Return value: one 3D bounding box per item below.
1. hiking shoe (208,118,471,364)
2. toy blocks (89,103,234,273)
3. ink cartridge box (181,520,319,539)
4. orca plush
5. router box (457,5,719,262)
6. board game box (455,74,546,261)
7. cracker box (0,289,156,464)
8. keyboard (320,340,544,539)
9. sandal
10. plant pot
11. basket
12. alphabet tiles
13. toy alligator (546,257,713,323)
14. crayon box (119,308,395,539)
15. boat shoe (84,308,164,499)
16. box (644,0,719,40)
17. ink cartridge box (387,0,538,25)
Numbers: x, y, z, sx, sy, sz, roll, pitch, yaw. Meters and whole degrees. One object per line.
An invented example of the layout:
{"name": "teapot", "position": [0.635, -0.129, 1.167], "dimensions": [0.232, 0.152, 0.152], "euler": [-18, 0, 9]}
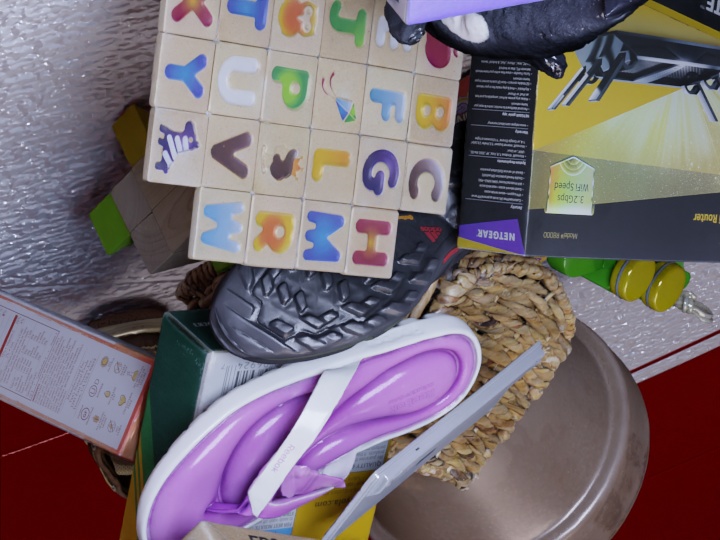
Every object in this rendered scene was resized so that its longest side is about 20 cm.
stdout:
{"name": "hiking shoe", "position": [0.000, 0.000, 1.503], "dimensions": [0.200, 0.076, 0.101], "euler": [-30, 171, -31]}
{"name": "toy blocks", "position": [-0.031, -0.067, 1.535], "dimensions": [0.136, 0.100, 0.200], "euler": [-16, 164, -40]}
{"name": "ink cartridge box", "position": [-0.047, 0.214, 1.502], "dimensions": [0.200, 0.075, 0.165], "euler": [16, 125, -47]}
{"name": "orca plush", "position": [0.085, -0.122, 1.348], "dimensions": [0.200, 0.105, 0.071], "euler": [2, 141, 47]}
{"name": "router box", "position": [0.141, -0.084, 1.509], "dimensions": [0.200, 0.158, 0.052], "euler": [1, -175, -42]}
{"name": "board game box", "position": [0.075, -0.050, 1.713], "dimensions": [0.153, 0.040, 0.200], "euler": [-29, 157, 30]}
{"name": "cracker box", "position": [-0.131, 0.069, 1.633], "dimensions": [0.134, 0.058, 0.200], "euler": [25, 177, -41]}
{"name": "keyboard", "position": [0.040, 0.088, 1.562], "dimensions": [0.056, 0.011, 0.200], "euler": [-47, 173, 33]}
{"name": "sandal", "position": [-0.020, 0.082, 1.475], "dimensions": [0.202, 0.050, 0.083], "euler": [-31, 133, -19]}
{"name": "plant pot", "position": [0.062, 0.086, 1.871], "dimensions": [0.200, 0.201, 0.175], "euler": [-22, 147, 13]}
{"name": "basket", "position": [0.016, 0.016, 1.691], "dimensions": [0.143, 0.149, 0.200], "euler": [-54, 153, 4]}
{"name": "alphabet tiles", "position": [-0.022, -0.083, 1.395], "dimensions": [0.006, 0.167, 0.200], "euler": [7, -179, 43]}
{"name": "toy alligator", "position": [0.169, -0.010, 1.764], "dimensions": [0.200, 0.059, 0.054], "euler": [16, 101, -57]}
{"name": "crayon box", "position": [-0.055, 0.116, 1.541], "dimensions": [0.125, 0.052, 0.201], "euler": [-3, 117, -34]}
{"name": "boat shoe", "position": [-0.136, 0.088, 1.854], "dimensions": [0.075, 0.075, 0.202], "euler": [-15, 160, -7]}
{"name": "box", "position": [0.197, -0.147, 1.363], "dimensions": [0.159, 0.200, 0.049], "euler": [-7, 114, -31]}
{"name": "ink cartridge box", "position": [0.096, -0.154, 1.261], "dimensions": [0.198, 0.200, 0.044], "euler": [-12, 120, -13]}
